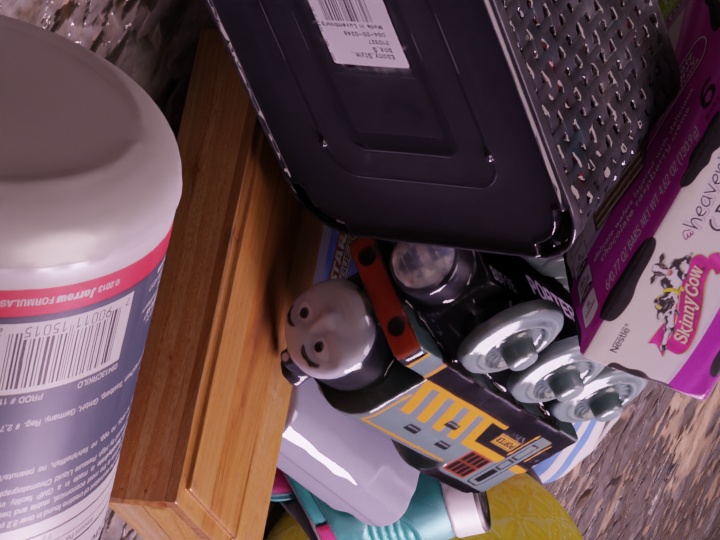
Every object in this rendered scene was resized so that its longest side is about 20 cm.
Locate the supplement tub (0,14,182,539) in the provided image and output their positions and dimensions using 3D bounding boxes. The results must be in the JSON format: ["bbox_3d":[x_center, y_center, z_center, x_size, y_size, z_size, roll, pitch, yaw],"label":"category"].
[{"bbox_3d":[-0.138,0.033,0.784,0.140,0.140,0.201,-36,147,-56],"label":"supplement tub"}]

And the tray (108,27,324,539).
[{"bbox_3d":[-0.052,0.014,1.049,0.099,0.037,0.202,57,39,-61],"label":"tray"}]

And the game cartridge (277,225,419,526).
[{"bbox_3d":[0.000,0.000,1.175,0.133,0.041,0.202,45,53,-56],"label":"game cartridge"}]

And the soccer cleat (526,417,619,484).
[{"bbox_3d":[0.099,0.057,1.422,0.086,0.070,0.200,-33,157,-3],"label":"soccer cleat"}]

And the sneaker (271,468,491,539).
[{"bbox_3d":[-0.010,0.065,1.296,0.201,0.120,0.084,-102,175,-48],"label":"sneaker"}]

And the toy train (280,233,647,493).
[{"bbox_3d":[0.045,0.034,1.098,0.114,0.086,0.200,-32,154,15],"label":"toy train"}]

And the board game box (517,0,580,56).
[{"bbox_3d":[0.088,-0.142,1.241,0.136,0.028,0.200,-60,-174,-27],"label":"board game box"}]

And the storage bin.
[{"bbox_3d":[0.021,-0.113,0.960,0.094,0.134,0.201,-52,133,-34],"label":"storage bin"}]

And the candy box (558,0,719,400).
[{"bbox_3d":[0.134,-0.061,1.071,0.200,0.061,0.137,-93,-153,-59],"label":"candy box"}]

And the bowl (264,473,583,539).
[{"bbox_3d":[0.025,0.144,1.409,0.200,0.199,0.109,53,24,-70],"label":"bowl"}]

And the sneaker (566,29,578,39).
[{"bbox_3d":[0.095,-0.045,1.312,0.200,0.076,0.091,-50,142,-24],"label":"sneaker"}]
